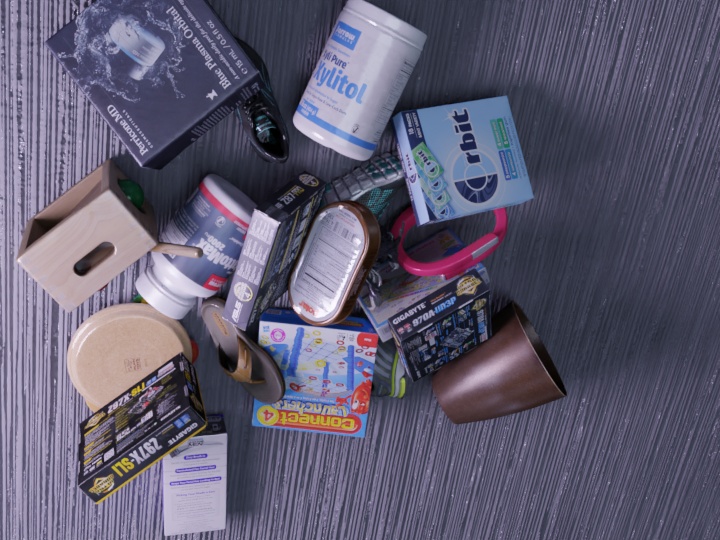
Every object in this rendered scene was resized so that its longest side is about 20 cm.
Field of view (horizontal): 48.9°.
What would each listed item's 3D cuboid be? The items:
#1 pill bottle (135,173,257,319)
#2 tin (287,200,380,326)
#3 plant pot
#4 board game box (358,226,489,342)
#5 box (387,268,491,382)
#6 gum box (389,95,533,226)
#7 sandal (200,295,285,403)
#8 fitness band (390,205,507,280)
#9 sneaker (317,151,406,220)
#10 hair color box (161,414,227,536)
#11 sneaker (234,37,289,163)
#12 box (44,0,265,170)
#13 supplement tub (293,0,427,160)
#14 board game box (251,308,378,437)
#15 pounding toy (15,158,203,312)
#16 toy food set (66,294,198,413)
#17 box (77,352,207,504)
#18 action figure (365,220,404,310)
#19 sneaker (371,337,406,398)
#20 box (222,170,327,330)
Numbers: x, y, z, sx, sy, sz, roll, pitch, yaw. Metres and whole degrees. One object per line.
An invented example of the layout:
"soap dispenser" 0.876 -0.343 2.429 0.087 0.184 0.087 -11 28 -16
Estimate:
"pill bottle" -0.240 -0.031 1.184 0.119 0.120 0.200 36 99 -27
"tin" -0.043 -0.010 1.197 0.042 0.112 0.202 -5 124 -56
"plant pot" 0.233 0.185 1.411 0.199 0.188 0.187 -31 119 15
"board game box" 0.094 0.019 1.301 0.198 0.135 0.034 -29 129 -3
"box" 0.131 0.093 1.262 0.158 0.046 0.200 -29 153 -4
"gum box" 0.159 -0.172 1.230 0.198 0.044 0.172 -13 87 -24
"sandal" -0.196 0.134 1.265 0.081 0.055 0.201 -24 101 31
"fitness band" 0.143 -0.065 1.282 0.199 0.144 0.038 -29 145 -5
"sneaker" 0.015 -0.117 1.263 0.198 0.078 0.092 -25 127 3
"hair color box" -0.287 0.353 1.366 0.108 0.065 0.202 -2 115 -16
"sneaker" -0.150 -0.245 1.145 0.075 0.079 0.201 -29 116 -3
"box" -0.262 -0.271 1.043 0.199 0.117 0.197 -38 97 1
"supplement tub" -0.003 -0.275 1.149 0.131 0.132 0.202 20 105 -24
"board game box" -0.077 0.172 1.329 0.197 0.056 0.198 6 111 -2
"pounding toy" -0.347 -0.046 1.107 0.199 0.184 0.143 -37 118 0
"toy food set" -0.361 0.140 1.259 0.196 0.049 0.202 -23 117 -7
"box" -0.331 0.232 1.191 0.199 0.160 0.050 -35 118 -1
"action figure" 0.000 0.000 1.259 0.198 0.119 0.102 -27 114 22
"sneaker" 0.032 0.141 1.373 0.080 0.074 0.202 -10 113 -10
"box" -0.126 -0.030 1.177 0.049 0.161 0.201 27 124 8
